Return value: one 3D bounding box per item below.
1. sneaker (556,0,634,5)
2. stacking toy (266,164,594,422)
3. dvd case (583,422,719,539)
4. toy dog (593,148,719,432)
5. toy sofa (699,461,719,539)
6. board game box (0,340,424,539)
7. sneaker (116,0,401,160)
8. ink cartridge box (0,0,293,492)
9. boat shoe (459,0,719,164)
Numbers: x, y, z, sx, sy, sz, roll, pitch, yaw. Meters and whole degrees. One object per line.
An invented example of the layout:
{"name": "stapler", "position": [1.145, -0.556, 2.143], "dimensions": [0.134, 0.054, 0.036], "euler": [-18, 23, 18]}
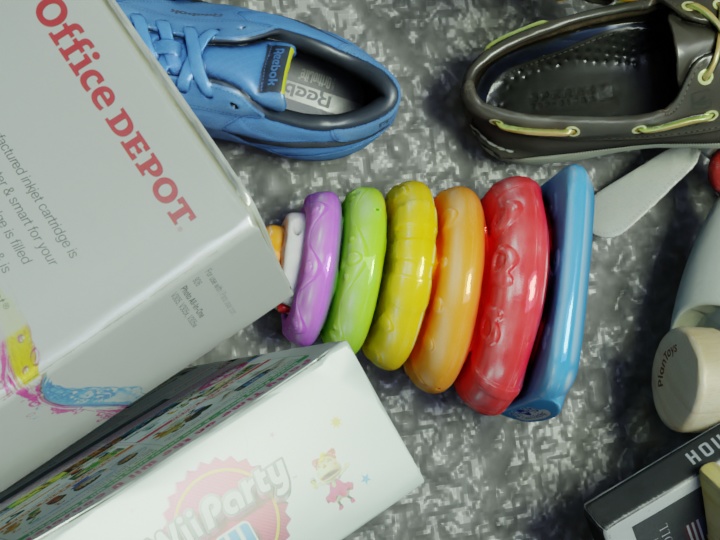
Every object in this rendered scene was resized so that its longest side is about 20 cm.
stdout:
{"name": "sneaker", "position": [0.116, -0.159, 0.850], "dimensions": [0.199, 0.078, 0.083], "euler": [-19, 79, -55]}
{"name": "stacking toy", "position": [0.000, 0.000, 0.822], "dimensions": [0.198, 0.116, 0.111], "euler": [10, 79, -10]}
{"name": "dvd case", "position": [0.211, 0.115, 0.868], "dimensions": [0.199, 0.025, 0.151], "euler": [-30, 127, -7]}
{"name": "toy dog", "position": [0.175, -0.002, 0.904], "dimensions": [0.131, 0.096, 0.202], "euler": [23, 63, -16]}
{"name": "toy sofa", "position": [0.256, 0.109, 0.817], "dimensions": [0.198, 0.083, 0.098], "euler": [-22, 122, -13]}
{"name": "board game box", "position": [-0.083, 0.093, 0.718], "dimensions": [0.147, 0.200, 0.065], "euler": [-32, 96, -20]}
{"name": "sneaker", "position": [-0.076, -0.094, 0.803], "dimensions": [0.198, 0.078, 0.067], "euler": [11, 84, -19]}
{"name": "ink cartridge box", "position": [-0.147, -0.004, 0.706], "dimensions": [0.199, 0.088, 0.146], "euler": [-35, 69, -3]}
{"name": "boat shoe", "position": [0.145, -0.093, 0.847], "dimensions": [0.199, 0.061, 0.072], "euler": [-12, 78, 11]}
